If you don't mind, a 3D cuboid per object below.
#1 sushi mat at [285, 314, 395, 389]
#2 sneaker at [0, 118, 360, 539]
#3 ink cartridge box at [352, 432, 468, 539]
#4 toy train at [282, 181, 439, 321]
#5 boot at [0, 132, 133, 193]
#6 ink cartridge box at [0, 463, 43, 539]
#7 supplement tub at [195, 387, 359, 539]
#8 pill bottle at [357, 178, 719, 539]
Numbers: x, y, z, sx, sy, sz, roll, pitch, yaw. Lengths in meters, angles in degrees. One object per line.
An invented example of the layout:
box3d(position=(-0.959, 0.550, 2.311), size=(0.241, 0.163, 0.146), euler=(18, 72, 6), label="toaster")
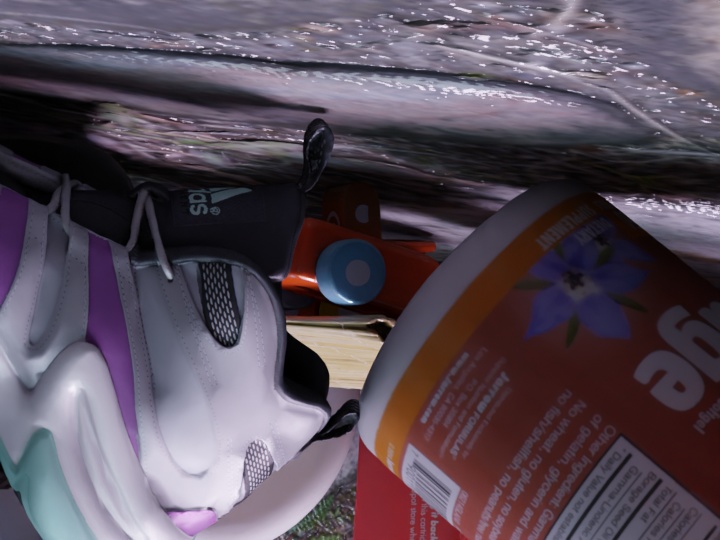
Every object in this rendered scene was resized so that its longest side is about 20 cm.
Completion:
box3d(position=(-0.017, 0.031, 0.874), size=(0.095, 0.012, 0.200), euler=(19, 169, -34), label="sushi mat")
box3d(position=(-0.074, -0.015, 0.684), size=(0.140, 0.200, 0.078), euler=(-32, -155, 9), label="sneaker")
box3d(position=(0.046, 0.127, 1.020), size=(0.067, 0.117, 0.200), euler=(-5, 154, 18), label="ink cartridge box")
box3d(position=(0.000, 0.000, 0.882), size=(0.150, 0.056, 0.200), euler=(16, 171, -19), label="toy train")
box3d(position=(-0.158, -0.021, 0.811), size=(0.199, 0.069, 0.174), euler=(12, 178, -3), label="boot")
box3d(position=(-0.173, 0.127, 0.800), size=(0.199, 0.148, 0.086), euler=(18, -162, 16), label="ink cartridge box")
box3d(position=(-0.098, 0.054, 1.060), size=(0.145, 0.146, 0.200), euler=(10, 174, -22), label="supplement tub")
box3d(position=(0.105, 0.072, 0.713), size=(0.200, 0.112, 0.112), euler=(40, -176, 17), label="pill bottle")
